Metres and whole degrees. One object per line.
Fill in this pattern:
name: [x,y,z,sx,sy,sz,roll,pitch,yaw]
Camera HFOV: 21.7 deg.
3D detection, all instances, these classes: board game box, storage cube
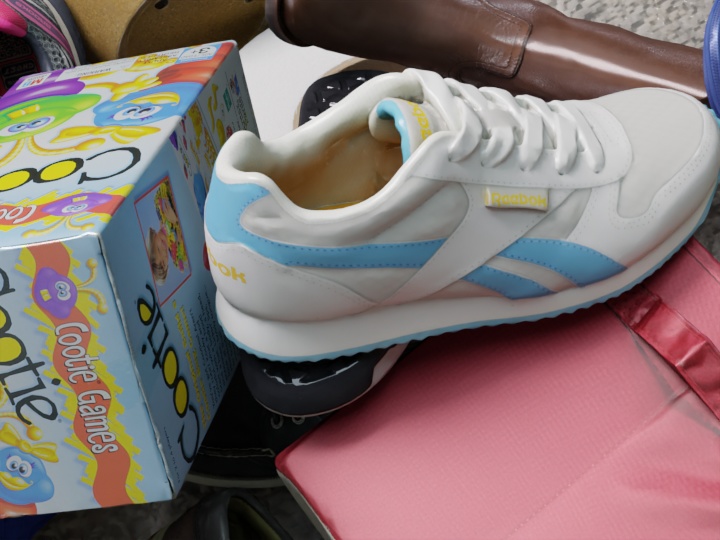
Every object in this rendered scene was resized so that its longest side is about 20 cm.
board game box: [-0.106,-0.002,0.730,0.102,0.106,0.200,-8,23,14]
storage cube: [0.099,0.108,0.742,0.179,0.200,0.171,-38,61,-6]

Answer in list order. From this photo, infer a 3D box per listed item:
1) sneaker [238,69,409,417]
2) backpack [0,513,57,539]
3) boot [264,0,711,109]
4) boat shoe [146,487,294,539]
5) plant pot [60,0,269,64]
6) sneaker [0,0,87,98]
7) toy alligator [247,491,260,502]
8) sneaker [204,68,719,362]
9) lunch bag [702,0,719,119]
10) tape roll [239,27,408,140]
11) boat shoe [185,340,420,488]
sneaker: [0.000,0.000,0.766,0.071,0.083,0.201,4,41,10]
backpack: [-0.217,0.087,0.832,0.161,0.169,0.200,12,29,16]
boot: [0.078,-0.095,0.810,0.199,0.186,0.065,24,104,22]
boat shoe: [-0.017,0.178,0.762,0.072,0.066,0.201,-24,73,-45]
plant pot: [-0.130,-0.191,0.969,0.186,0.187,0.200,-30,62,-8]
sneaker: [-0.149,-0.043,0.893,0.080,0.201,0.075,-23,16,4]
toy alligator: [-0.063,0.178,0.810,0.059,0.054,0.201,-4,59,7]
sneaker: [0.042,-0.030,0.672,0.199,0.081,0.077,-17,45,-13]
lunch bag: [0.226,-0.068,0.820,0.075,0.201,0.161,-7,38,36]
tape roll: [0.023,-0.059,0.899,0.201,0.037,0.204,-2,47,2]
boat shoe: [-0.011,0.053,0.867,0.198,0.066,0.075,-2,57,9]
